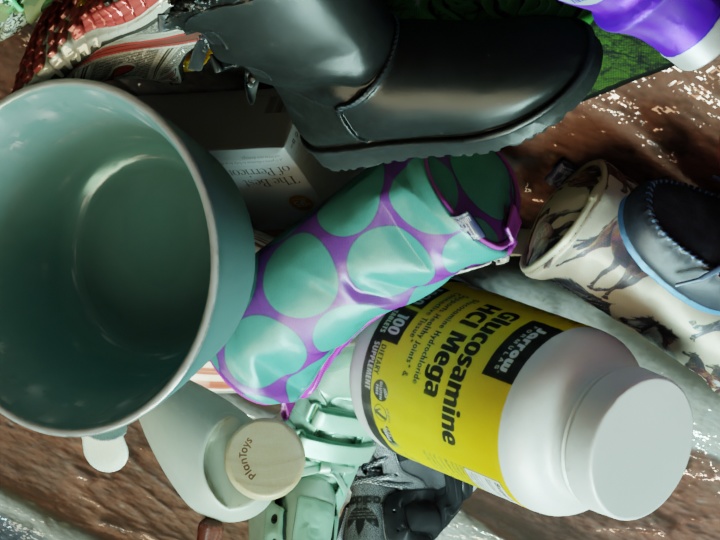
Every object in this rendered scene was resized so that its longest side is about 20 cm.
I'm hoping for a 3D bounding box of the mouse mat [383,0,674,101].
[{"bbox_3d":[0.066,-0.136,1.510,0.161,0.008,0.200,36,146,-25],"label":"mouse mat"}]

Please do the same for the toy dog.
[{"bbox_3d":[-0.129,0.107,1.688,0.199,0.097,0.132,25,167,20],"label":"toy dog"}]

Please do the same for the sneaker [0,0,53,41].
[{"bbox_3d":[-0.188,-0.166,1.535,0.077,0.089,0.200,29,149,-13],"label":"sneaker"}]

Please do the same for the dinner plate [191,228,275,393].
[{"bbox_3d":[-0.105,0.016,1.733,0.199,0.024,0.201,6,145,4],"label":"dinner plate"}]

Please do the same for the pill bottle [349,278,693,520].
[{"bbox_3d":[0.095,0.078,1.629,0.200,0.113,0.112,19,157,47],"label":"pill bottle"}]

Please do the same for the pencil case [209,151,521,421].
[{"bbox_3d":[0.000,0.000,1.615,0.200,0.085,0.093,-35,100,29],"label":"pencil case"}]

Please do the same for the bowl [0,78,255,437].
[{"bbox_3d":[-0.140,-0.009,1.591,0.200,0.202,0.105,3,-177,29],"label":"bowl"}]

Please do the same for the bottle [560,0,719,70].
[{"bbox_3d":[0.105,-0.173,1.364,0.200,0.066,0.083,37,152,-26],"label":"bottle"}]

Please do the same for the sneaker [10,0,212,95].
[{"bbox_3d":[-0.131,-0.129,1.573,0.082,0.078,0.200,34,148,-24],"label":"sneaker"}]

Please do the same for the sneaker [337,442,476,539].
[{"bbox_3d":[0.006,0.126,1.865,0.075,0.114,0.200,-9,138,40],"label":"sneaker"}]

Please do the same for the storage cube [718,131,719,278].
[{"bbox_3d":[0.298,0.009,1.399,0.199,0.172,0.180,-20,134,26],"label":"storage cube"}]

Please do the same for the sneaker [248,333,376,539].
[{"bbox_3d":[-0.015,0.124,1.749,0.073,0.119,0.201,11,141,-21],"label":"sneaker"}]

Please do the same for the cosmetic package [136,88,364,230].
[{"bbox_3d":[-0.105,-0.064,1.689,0.199,0.051,0.083,-1,145,32],"label":"cosmetic package"}]

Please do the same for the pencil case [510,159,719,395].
[{"bbox_3d":[0.184,0.015,1.610,0.200,0.078,0.089,33,159,-20],"label":"pencil case"}]

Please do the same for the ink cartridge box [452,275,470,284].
[{"bbox_3d":[0.058,0.063,1.788,0.200,0.042,0.119,34,136,-18],"label":"ink cartridge box"}]

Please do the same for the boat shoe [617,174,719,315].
[{"bbox_3d":[0.236,-0.011,1.555,0.199,0.085,0.069,18,147,-30],"label":"boat shoe"}]

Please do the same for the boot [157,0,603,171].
[{"bbox_3d":[0.007,-0.129,1.454,0.197,0.074,0.162,-12,141,31],"label":"boot"}]
